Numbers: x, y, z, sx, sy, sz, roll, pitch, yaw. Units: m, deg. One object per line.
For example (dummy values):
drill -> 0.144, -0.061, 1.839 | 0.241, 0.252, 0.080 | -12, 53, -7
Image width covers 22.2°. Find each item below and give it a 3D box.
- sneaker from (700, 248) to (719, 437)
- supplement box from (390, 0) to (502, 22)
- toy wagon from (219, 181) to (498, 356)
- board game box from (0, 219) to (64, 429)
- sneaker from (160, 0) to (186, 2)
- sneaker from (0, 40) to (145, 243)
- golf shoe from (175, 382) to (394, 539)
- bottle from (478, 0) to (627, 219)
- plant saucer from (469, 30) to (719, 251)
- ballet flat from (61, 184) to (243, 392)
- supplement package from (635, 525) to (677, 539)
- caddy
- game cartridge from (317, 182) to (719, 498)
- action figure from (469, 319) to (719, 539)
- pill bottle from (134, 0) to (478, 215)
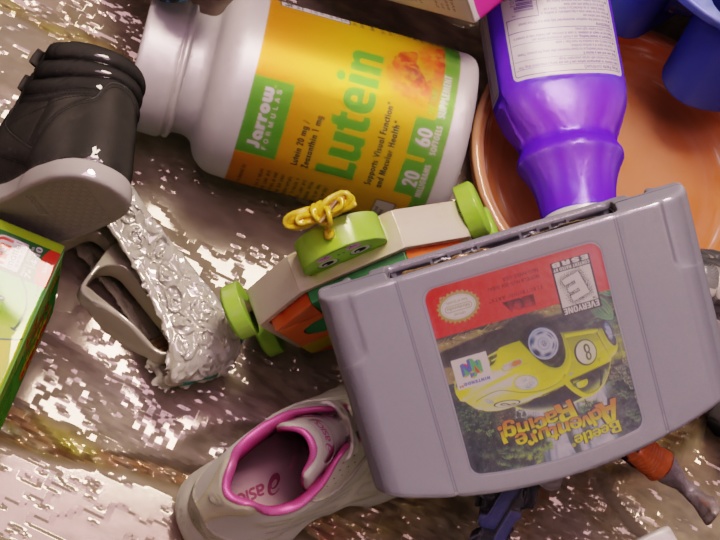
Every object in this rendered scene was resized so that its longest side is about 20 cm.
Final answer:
sneaker -> 0.207, 0.046, 1.109 | 0.199, 0.075, 0.116 | 2, 103, -21
supplement box -> 0.023, -0.235, 1.121 | 0.101, 0.200, 0.104 | -39, 127, -23
toy wagon -> 0.000, 0.000, 1.026 | 0.154, 0.200, 0.040 | -23, 76, 6
board game box -> -0.223, 0.081, 0.998 | 0.047, 0.102, 0.201 | 22, 66, -4
sneaker -> -0.097, -0.206, 1.106 | 0.086, 0.200, 0.075 | 2, 108, -24
sneaker -> -0.187, -0.067, 1.030 | 0.071, 0.199, 0.100 | 33, 58, -37
golf shoe -> -0.010, 0.100, 1.049 | 0.199, 0.092, 0.075 | -30, 78, -23
bottle -> 0.122, -0.112, 1.135 | 0.083, 0.065, 0.201 | -5, 71, -10
plant saucer -> 0.163, -0.064, 1.182 | 0.199, 0.037, 0.201 | 4, 69, -11
ballet flat -> -0.147, -0.013, 1.066 | 0.072, 0.072, 0.200 | -36, 79, -23
supplement package -> 0.106, 0.275, 0.976 | 0.199, 0.147, 0.192 | -23, 76, -20
caddy -> 0.246, -0.193, 1.186 | 0.141, 0.105, 0.200 | 46, 47, 14
game cartridge -> 0.090, 0.044, 0.967 | 0.199, 0.041, 0.134 | -17, 108, 1
action figure -> 0.116, 0.083, 1.049 | 0.192, 0.105, 0.201 | 17, 104, -5
pill bottle -> -0.038, -0.101, 1.107 | 0.199, 0.111, 0.112 | 14, 67, -7
